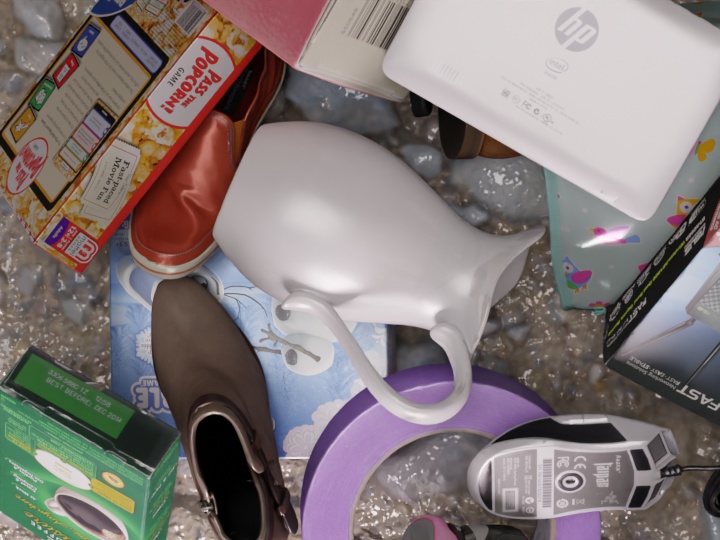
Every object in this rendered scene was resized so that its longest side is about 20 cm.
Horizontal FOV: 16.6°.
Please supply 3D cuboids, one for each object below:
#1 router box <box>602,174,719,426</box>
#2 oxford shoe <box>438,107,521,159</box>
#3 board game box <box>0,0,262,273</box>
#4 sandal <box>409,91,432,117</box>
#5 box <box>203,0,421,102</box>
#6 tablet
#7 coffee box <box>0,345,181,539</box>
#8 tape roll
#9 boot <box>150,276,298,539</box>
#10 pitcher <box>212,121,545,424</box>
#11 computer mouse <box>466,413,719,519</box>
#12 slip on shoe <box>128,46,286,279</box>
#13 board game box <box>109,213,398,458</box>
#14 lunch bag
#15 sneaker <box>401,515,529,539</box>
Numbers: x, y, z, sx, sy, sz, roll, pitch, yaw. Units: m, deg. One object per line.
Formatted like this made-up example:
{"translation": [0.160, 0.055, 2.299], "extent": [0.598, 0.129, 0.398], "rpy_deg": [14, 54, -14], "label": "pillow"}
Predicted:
{"translation": [0.277, 0.039, 1.585], "extent": [0.199, 0.062, 0.150], "rpy_deg": [27, 127, -11], "label": "router box"}
{"translation": [0.095, -0.174, 1.690], "extent": [0.071, 0.071, 0.201], "rpy_deg": [2, 89, -18], "label": "oxford shoe"}
{"translation": [-0.169, -0.115, 1.686], "extent": [0.046, 0.152, 0.200], "rpy_deg": [35, 97, -34], "label": "board game box"}
{"translation": [0.019, -0.199, 1.692], "extent": [0.048, 0.075, 0.201], "rpy_deg": [-9, 78, 7], "label": "sandal"}
{"translation": [-0.045, -0.212, 1.621], "extent": [0.200, 0.128, 0.109], "rpy_deg": [38, 105, 34], "label": "box"}
{"translation": [0.127, -0.134, 1.557], "extent": [0.200, 0.014, 0.130], "rpy_deg": [30, 101, 5], "label": "tablet"}
{"translation": [-0.186, 0.137, 1.663], "extent": [0.123, 0.200, 0.044], "rpy_deg": [29, 60, 10], "label": "coffee box"}
{"translation": [0.059, 0.166, 1.657], "extent": [0.199, 0.066, 0.201], "rpy_deg": [0, 99, -2], "label": "tape roll"}
{"translation": [-0.094, 0.096, 1.622], "extent": [0.070, 0.146, 0.201], "rpy_deg": [-24, 89, 1], "label": "boot"}
{"translation": [0.000, 0.000, 1.609], "extent": [0.199, 0.121, 0.172], "rpy_deg": [25, 53, 1], "label": "pitcher"}
{"translation": [0.167, 0.118, 1.593], "extent": [0.199, 0.044, 0.110], "rpy_deg": [-1, 130, 0], "label": "computer mouse"}
{"translation": [-0.107, -0.087, 1.680], "extent": [0.074, 0.061, 0.201], "rpy_deg": [17, 69, 15], "label": "slip on shoe"}
{"translation": [-0.075, 0.031, 1.717], "extent": [0.199, 0.043, 0.200], "rpy_deg": [-1, 90, 9], "label": "board game box"}
{"translation": [0.203, -0.070, 1.629], "extent": [0.170, 0.122, 0.201], "rpy_deg": [-4, 107, 9], "label": "lunch bag"}
{"translation": [0.076, 0.255, 1.609], "extent": [0.095, 0.079, 0.201], "rpy_deg": [-4, 105, -23], "label": "sneaker"}
